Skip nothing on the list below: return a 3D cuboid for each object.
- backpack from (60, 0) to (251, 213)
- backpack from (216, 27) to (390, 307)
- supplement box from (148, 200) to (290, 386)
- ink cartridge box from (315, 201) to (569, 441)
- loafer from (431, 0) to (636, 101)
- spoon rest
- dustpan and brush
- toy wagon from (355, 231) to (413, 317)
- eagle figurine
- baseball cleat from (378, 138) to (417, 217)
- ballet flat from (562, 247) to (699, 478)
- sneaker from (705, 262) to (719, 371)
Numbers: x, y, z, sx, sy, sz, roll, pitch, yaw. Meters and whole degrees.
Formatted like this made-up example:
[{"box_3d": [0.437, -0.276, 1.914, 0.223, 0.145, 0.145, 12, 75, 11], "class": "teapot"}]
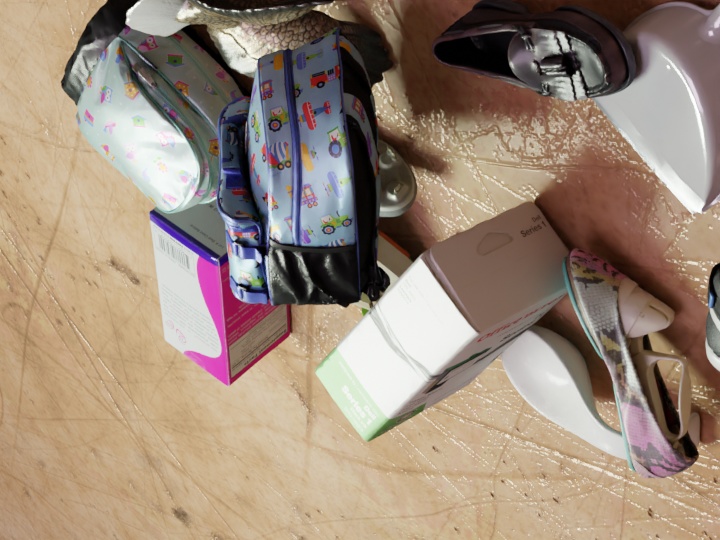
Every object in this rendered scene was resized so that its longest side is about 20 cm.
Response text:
[{"box_3d": [-0.189, -0.155, 1.723, 0.200, 0.127, 0.167, 45, 147, 4], "class": "backpack"}, {"box_3d": [-0.049, -0.089, 1.444, 0.200, 0.134, 0.183, 86, 180, -52], "class": "backpack"}, {"box_3d": [-0.144, 0.007, 1.859, 0.101, 0.103, 0.200, 34, 145, 26], "class": "supplement box"}, {"box_3d": [0.074, 0.044, 1.512, 0.084, 0.146, 0.200, 55, 140, 11], "class": "ink cartridge box"}, {"box_3d": [0.124, -0.156, 1.314, 0.200, 0.063, 0.072, 27, 141, 59], "class": "loafer"}, {"box_3d": [0.195, 0.110, 1.547, 0.200, 0.061, 0.100, 27, 142, 35], "class": "spoon rest"}, {"box_3d": [0.233, -0.148, 1.233, 0.140, 0.057, 0.200, 53, 159, 23], "class": "dustpan and brush"}, {"box_3d": [0.000, 0.000, 1.681, 0.199, 0.040, 0.155, 20, 157, 17], "class": "toy wagon"}, {"box_3d": [-0.084, -0.226, 1.505, 0.200, 0.152, 0.151, 44, 129, 23], "class": "eagle figurine"}, {"box_3d": [-0.018, -0.087, 1.637, 0.200, 0.070, 0.107, 32, 161, 34], "class": "baseball cleat"}, {"box_3d": [0.227, 0.070, 1.445, 0.071, 0.069, 0.201, -17, 94, 33], "class": "ballet flat"}, {"box_3d": [0.327, 0.051, 1.287, 0.200, 0.073, 0.112, 26, 143, 39], "class": "sneaker"}]
